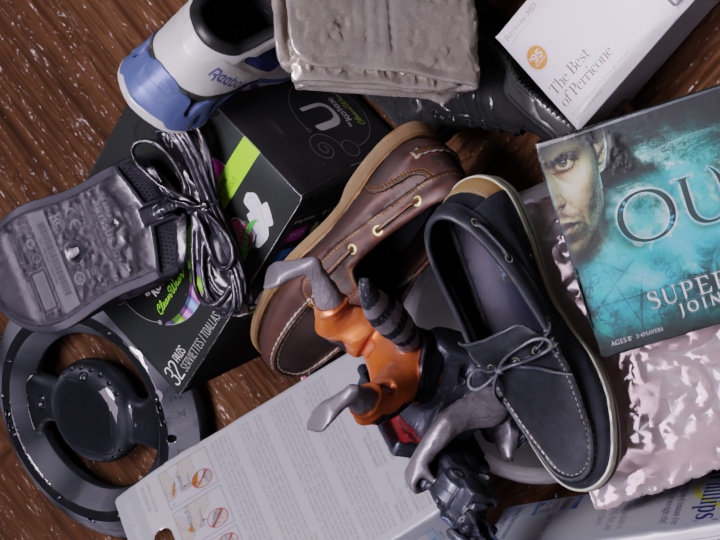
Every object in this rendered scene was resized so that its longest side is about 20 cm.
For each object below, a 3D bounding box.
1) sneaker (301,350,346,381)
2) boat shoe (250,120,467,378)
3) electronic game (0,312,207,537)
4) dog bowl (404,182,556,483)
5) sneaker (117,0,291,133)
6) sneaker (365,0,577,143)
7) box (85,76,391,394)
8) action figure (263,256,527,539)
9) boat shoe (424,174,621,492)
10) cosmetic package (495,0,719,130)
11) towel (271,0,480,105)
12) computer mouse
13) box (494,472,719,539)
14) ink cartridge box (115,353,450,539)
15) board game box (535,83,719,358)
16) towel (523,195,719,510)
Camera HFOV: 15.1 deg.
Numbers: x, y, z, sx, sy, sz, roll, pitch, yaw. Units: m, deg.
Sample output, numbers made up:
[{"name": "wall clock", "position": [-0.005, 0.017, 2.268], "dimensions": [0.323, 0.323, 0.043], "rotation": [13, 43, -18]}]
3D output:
[{"name": "sneaker", "position": [-0.014, 0.070, 1.841], "dimensions": [0.073, 0.087, 0.202], "rotation": [4, 101, -4]}, {"name": "boat shoe", "position": [0.000, 0.000, 1.720], "dimensions": [0.200, 0.070, 0.070], "rotation": [-56, 51, 29]}, {"name": "electronic game", "position": [-0.195, 0.104, 2.022], "dimensions": [0.199, 0.042, 0.201], "rotation": [13, 113, 33]}, {"name": "dog bowl", "position": [0.112, 0.045, 1.740], "dimensions": [0.199, 0.059, 0.202], "rotation": [13, 112, 35]}, {"name": "sneaker", "position": [-0.059, -0.167, 1.718], "dimensions": [0.081, 0.199, 0.115], "rotation": [48, 132, -1]}, {"name": "sneaker", "position": [0.068, -0.112, 1.728], "dimensions": [0.200, 0.060, 0.105], "rotation": [43, 128, 24]}, {"name": "box", "position": [-0.090, -0.047, 1.833], "dimensions": [0.149, 0.124, 0.200], "rotation": [46, 129, 17]}, {"name": "action figure", "position": [0.046, 0.079, 1.633], "dimensions": [0.105, 0.193, 0.200], "rotation": [-51, 45, 19]}, {"name": "boat shoe", "position": [0.092, 0.042, 1.605], "dimensions": [0.074, 0.062, 0.201], "rotation": [-20, 95, 40]}, {"name": "cosmetic package", "position": [0.173, -0.181, 1.607], "dimensions": [0.083, 0.051, 0.200], "rotation": [50, 122, 16]}, {"name": "towel", "position": [0.009, -0.204, 1.661], "dimensions": [0.034, 0.132, 0.202], "rotation": [155, 117, -65]}, {"name": "computer mouse", "position": [-0.159, -0.017, 1.788], "dimensions": [0.199, 0.053, 0.139], "rotation": [-18, 91, 30]}, {"name": "box", "position": [0.189, 0.233, 1.675], "dimensions": [0.199, 0.105, 0.185], "rotation": [-10, 100, 17]}, {"name": "ink cartridge box", "position": [-0.046, 0.159, 1.734], "dimensions": [0.199, 0.047, 0.160], "rotation": [-32, 44, 5]}, {"name": "board game box", "position": [0.216, -0.041, 1.590], "dimensions": [0.199, 0.028, 0.136], "rotation": [-18, 94, 12]}, {"name": "towel", "position": [0.200, 0.025, 1.631], "dimensions": [0.199, 0.032, 0.192], "rotation": [-20, 93, 12]}]
